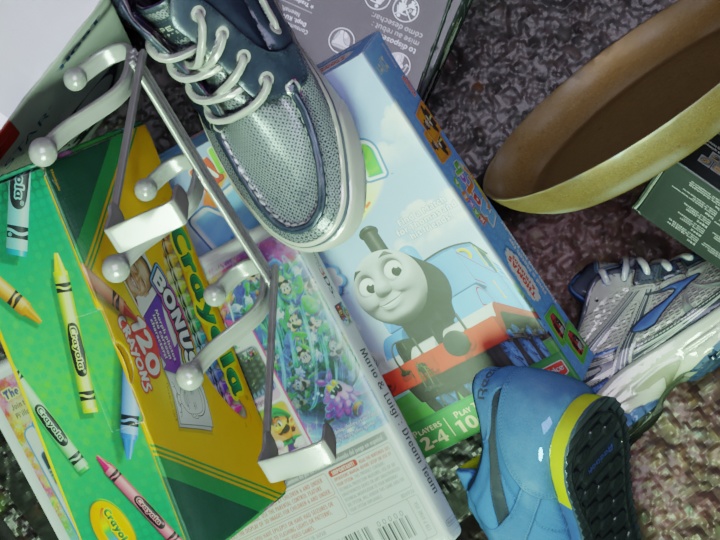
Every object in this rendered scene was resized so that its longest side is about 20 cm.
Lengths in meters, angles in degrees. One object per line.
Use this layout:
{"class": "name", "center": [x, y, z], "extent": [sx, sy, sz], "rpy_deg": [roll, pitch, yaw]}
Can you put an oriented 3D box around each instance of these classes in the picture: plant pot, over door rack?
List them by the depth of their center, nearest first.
{"class": "over door rack", "center": [-0.085, -0.003, 1.337], "extent": [0.066, 0.200, 0.148], "rpy_deg": [-30, 117, 4]}
{"class": "plant pot", "center": [0.150, -0.088, 1.486], "extent": [0.200, 0.200, 0.028], "rpy_deg": [-37, 103, -3]}

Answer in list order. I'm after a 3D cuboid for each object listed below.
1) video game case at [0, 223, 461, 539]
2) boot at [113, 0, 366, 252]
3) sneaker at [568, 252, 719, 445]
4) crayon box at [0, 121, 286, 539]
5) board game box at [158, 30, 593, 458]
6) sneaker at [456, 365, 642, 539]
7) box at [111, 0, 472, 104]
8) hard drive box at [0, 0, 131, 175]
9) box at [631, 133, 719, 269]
{"class": "video game case", "center": [-0.074, 0.092, 1.498], "extent": [0.200, 0.024, 0.182], "rpy_deg": [-27, 92, 24]}
{"class": "boot", "center": [-0.069, -0.098, 1.405], "extent": [0.073, 0.090, 0.200], "rpy_deg": [-29, 82, 26]}
{"class": "sneaker", "center": [0.151, 0.020, 1.531], "extent": [0.200, 0.077, 0.085], "rpy_deg": [-40, 78, -5]}
{"class": "crayon box", "center": [-0.114, 0.039, 1.423], "extent": [0.058, 0.119, 0.201], "rpy_deg": [-19, 95, 23]}
{"class": "board game box", "center": [0.000, 0.000, 1.490], "extent": [0.151, 0.037, 0.200], "rpy_deg": [-28, 104, 27]}
{"class": "sneaker", "center": [0.093, 0.130, 1.494], "extent": [0.078, 0.201, 0.066], "rpy_deg": [18, 44, 32]}
{"class": "box", "center": [-0.040, -0.163, 1.532], "extent": [0.200, 0.115, 0.132], "rpy_deg": [24, 86, 3]}
{"class": "hard drive box", "center": [-0.192, -0.081, 1.483], "extent": [0.077, 0.200, 0.156], "rpy_deg": [37, 86, 5]}
{"class": "box", "center": [0.257, -0.031, 1.503], "extent": [0.200, 0.044, 0.160], "rpy_deg": [34, 45, 4]}
